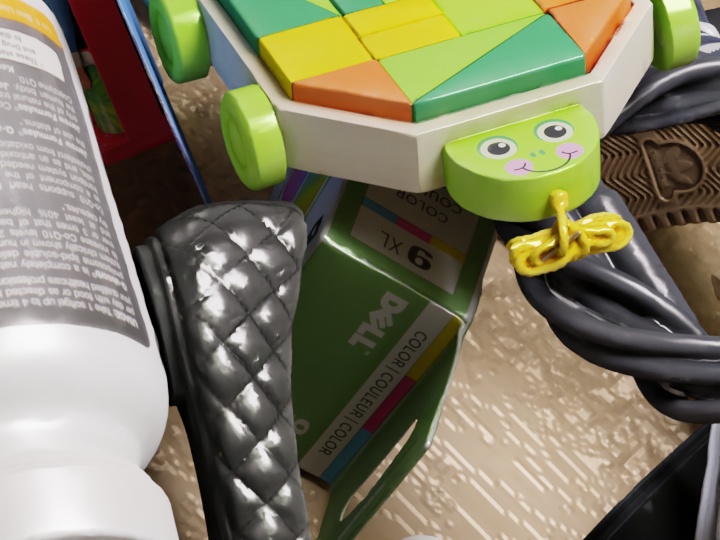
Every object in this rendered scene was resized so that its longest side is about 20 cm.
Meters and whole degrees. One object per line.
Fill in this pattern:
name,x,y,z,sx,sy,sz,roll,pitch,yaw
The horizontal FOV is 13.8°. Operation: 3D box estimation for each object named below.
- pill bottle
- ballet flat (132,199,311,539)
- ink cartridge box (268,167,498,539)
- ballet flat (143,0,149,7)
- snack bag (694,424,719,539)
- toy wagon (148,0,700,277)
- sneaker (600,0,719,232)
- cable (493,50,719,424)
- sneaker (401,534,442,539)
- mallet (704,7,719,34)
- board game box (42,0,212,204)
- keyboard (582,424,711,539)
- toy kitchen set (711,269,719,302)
pill bottle,-0.123,0.016,0.896,0.116,0.116,0.200,2,55,-31
ballet flat,-0.019,0.075,0.911,0.057,0.066,0.200,-16,93,-11
ink cartridge box,0.000,0.000,0.996,0.059,0.104,0.200,29,46,-10
ballet flat,-0.014,-0.155,1.137,0.069,0.069,0.200,39,45,0
snack bag,0.151,0.158,0.963,0.189,0.021,0.200,53,37,-31
toy wagon,0.028,-0.069,0.943,0.155,0.040,0.200,-17,38,-15
sneaker,0.147,-0.060,1.099,0.109,0.200,0.070,-51,132,-52
cable,0.126,-0.010,0.943,0.200,0.051,0.163,19,50,18
sneaker,0.061,0.172,0.924,0.082,0.077,0.200,10,52,-35
mallet,0.193,-0.067,1.141,0.066,0.041,0.200,-9,19,-35
board game box,-0.100,-0.092,1.005,0.039,0.158,0.200,-22,65,-1
keyboard,0.106,0.124,0.991,0.104,0.040,0.200,58,27,2
toy kitchen set,0.232,0.039,1.150,0.200,0.180,0.163,-16,106,-7
